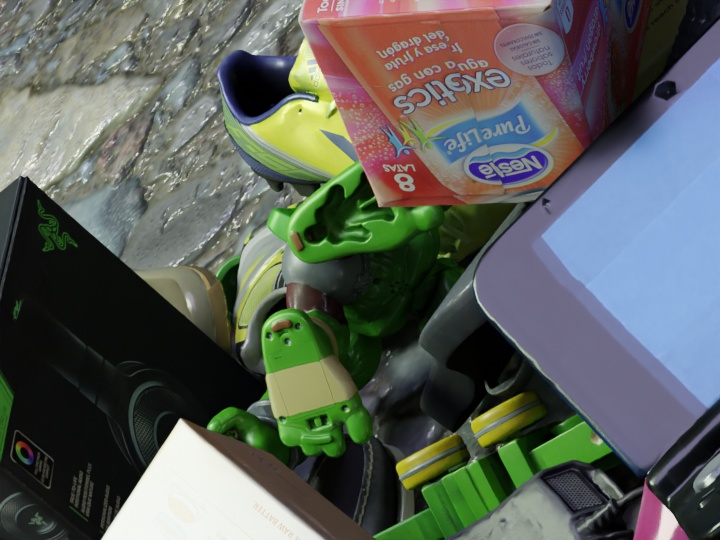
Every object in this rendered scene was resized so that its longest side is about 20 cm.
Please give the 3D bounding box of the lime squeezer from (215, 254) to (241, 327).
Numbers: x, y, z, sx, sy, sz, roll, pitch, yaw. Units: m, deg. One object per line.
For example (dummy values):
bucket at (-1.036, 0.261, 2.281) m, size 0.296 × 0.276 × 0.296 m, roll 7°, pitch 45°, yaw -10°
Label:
lime squeezer at (-0.068, 0.014, 1.292) m, size 0.200 × 0.038 × 0.071 m, roll -32°, pitch 0°, yaw 26°

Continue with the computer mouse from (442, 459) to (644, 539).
computer mouse at (0.085, 0.138, 0.926) m, size 0.200 × 0.046 × 0.141 m, roll -43°, pitch 49°, yaw 17°

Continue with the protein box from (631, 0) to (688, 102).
protein box at (0.154, -0.109, 1.033) m, size 0.198 × 0.135 × 0.200 m, roll -42°, pitch 30°, yaw 10°

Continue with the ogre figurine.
ogre figurine at (0.000, 0.000, 1.068) m, size 0.098 × 0.201 × 0.120 m, roll 9°, pitch 14°, yaw 13°

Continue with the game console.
game console at (0.138, -0.023, 0.773) m, size 0.200 × 0.118 × 0.171 m, roll -46°, pitch -2°, yaw 3°

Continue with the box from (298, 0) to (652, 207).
box at (0.055, -0.130, 0.924) m, size 0.094 × 0.103 × 0.201 m, roll -2°, pitch 50°, yaw 21°

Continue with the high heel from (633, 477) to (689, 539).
high heel at (0.085, 0.113, 0.860) m, size 0.096 × 0.067 × 0.201 m, roll 9°, pitch 90°, yaw 31°

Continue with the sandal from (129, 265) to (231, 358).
sandal at (-0.133, 0.038, 1.266) m, size 0.054 × 0.081 × 0.200 m, roll -11°, pitch -1°, yaw -34°

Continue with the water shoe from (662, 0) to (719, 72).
water shoe at (0.137, -0.033, 0.897) m, size 0.072 × 0.079 × 0.201 m, roll -102°, pitch 35°, yaw -74°

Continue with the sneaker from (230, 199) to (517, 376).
sneaker at (0.015, -0.008, 1.167) m, size 0.200 × 0.075 × 0.077 m, roll -36°, pitch 30°, yaw 40°

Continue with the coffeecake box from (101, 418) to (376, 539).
coffeecake box at (-0.056, 0.184, 0.923) m, size 0.153 × 0.073 × 0.200 m, roll 36°, pitch 94°, yaw 33°

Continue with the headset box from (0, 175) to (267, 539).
headset box at (-0.135, 0.082, 1.115) m, size 0.093 × 0.200 × 0.175 m, roll -31°, pitch 32°, yaw 27°

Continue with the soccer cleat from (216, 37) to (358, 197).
soccer cleat at (0.003, -0.078, 1.232) m, size 0.200 × 0.084 × 0.065 m, roll 4°, pitch 42°, yaw 45°

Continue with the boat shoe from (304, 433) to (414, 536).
boat shoe at (-0.035, 0.146, 1.043) m, size 0.072 × 0.068 × 0.201 m, roll -13°, pitch 42°, yaw 48°

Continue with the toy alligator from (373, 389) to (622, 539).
toy alligator at (0.081, 0.075, 0.993) m, size 0.200 × 0.059 × 0.054 m, roll -32°, pitch -8°, yaw 26°

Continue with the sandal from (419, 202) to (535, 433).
sandal at (0.062, 0.022, 1.005) m, size 0.076 × 0.043 × 0.200 m, roll -53°, pitch -10°, yaw -11°
